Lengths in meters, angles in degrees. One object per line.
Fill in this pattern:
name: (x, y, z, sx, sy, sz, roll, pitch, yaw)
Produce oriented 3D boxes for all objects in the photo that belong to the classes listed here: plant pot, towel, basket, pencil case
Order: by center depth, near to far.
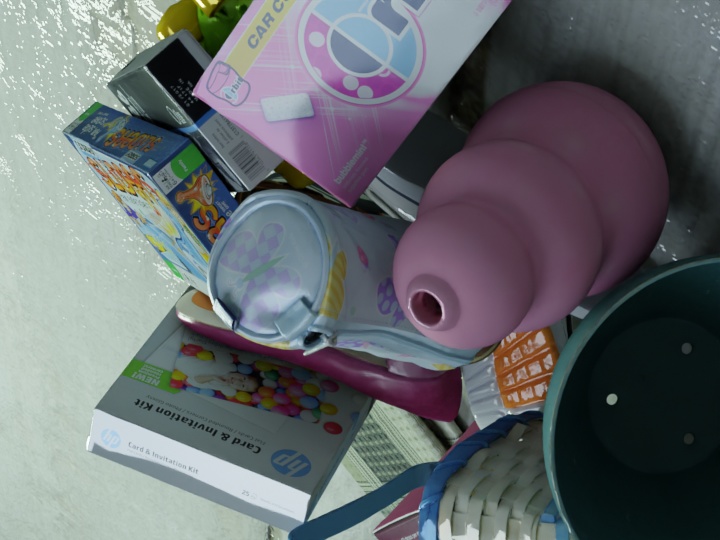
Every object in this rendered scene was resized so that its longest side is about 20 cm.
pencil case: (0.001, 0.009, 1.169, 0.091, 0.083, 0.199, 44, -163, 27)
plant pot: (0.190, 0.084, 1.184, 0.201, 0.200, 0.135, 52, 178, -10)
basket: (0.076, 0.166, 1.297, 0.199, 0.176, 0.141, 12, 111, 34)
towel: (0.045, 0.159, 1.667, 0.200, 0.035, 0.192, 51, 157, -11)

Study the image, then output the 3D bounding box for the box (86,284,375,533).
box: (-0.075, 0.082, 1.402, 0.155, 0.200, 0.041, 21, 124, 9)

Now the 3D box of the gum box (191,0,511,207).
gum box: (0.009, -0.147, 1.139, 0.113, 0.066, 0.200, 35, 124, -6)

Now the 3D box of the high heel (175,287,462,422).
high heel: (-0.028, 0.056, 1.399, 0.198, 0.068, 0.097, 2, 130, 18)

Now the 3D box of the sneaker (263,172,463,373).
sneaker: (0.015, -0.009, 1.428, 0.199, 0.079, 0.079, 35, 110, -5)

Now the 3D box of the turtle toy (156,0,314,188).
turtle toy: (-0.034, -0.149, 1.271, 0.146, 0.101, 0.200, 48, 155, 0)

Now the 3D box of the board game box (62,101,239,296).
board game box: (-0.115, -0.037, 1.338, 0.136, 0.034, 0.200, 53, 168, -22)

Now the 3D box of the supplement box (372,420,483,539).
supplement box: (0.130, 0.212, 1.490, 0.200, 0.131, 0.103, 48, 153, -3)

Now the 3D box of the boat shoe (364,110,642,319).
boat shoe: (0.081, -0.025, 1.275, 0.199, 0.072, 0.066, 29, 151, 1)

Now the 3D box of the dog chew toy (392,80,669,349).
dog chew toy: (0.087, -0.023, 1.138, 0.124, 0.200, 0.126, 19, 126, 27)

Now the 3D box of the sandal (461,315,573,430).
sandal: (0.103, 0.019, 1.355, 0.079, 0.059, 0.209, -1, 109, 36)

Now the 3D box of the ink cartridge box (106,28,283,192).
ink cartridge box: (-0.108, -0.096, 1.300, 0.100, 0.039, 0.200, 49, 171, -10)

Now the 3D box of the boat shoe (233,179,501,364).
boat shoe: (0.000, -0.001, 1.314, 0.199, 0.072, 0.068, 27, 171, 23)
